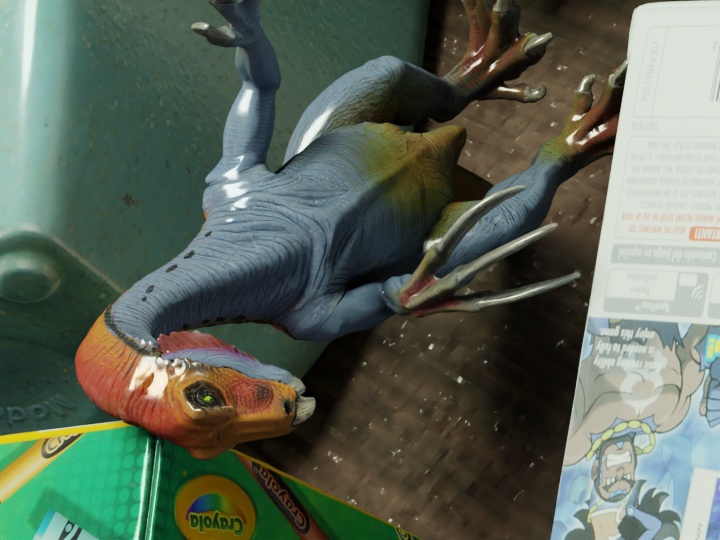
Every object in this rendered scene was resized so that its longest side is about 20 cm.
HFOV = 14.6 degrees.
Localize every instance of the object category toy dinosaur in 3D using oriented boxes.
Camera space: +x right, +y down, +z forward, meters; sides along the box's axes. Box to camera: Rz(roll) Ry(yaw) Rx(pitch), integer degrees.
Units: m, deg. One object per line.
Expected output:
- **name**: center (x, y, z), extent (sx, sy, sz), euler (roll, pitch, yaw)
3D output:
- **toy dinosaur**: center (0.000, 0.000, 0.717), extent (0.181, 0.200, 0.105), euler (-37, 69, -25)

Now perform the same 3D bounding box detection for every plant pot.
- **plant pot**: center (-0.102, -0.041, 0.848), extent (0.196, 0.196, 0.201), euler (-22, 49, 26)

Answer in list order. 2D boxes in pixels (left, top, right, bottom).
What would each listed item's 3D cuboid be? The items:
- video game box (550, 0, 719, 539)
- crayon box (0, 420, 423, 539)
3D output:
- **video game box**: center (0.133, 0.032, 0.615), extent (0.199, 0.047, 0.183), euler (4, 79, 45)
- **crayon box**: center (-0.091, 0.092, 0.749), extent (0.199, 0.119, 0.059), euler (-10, 64, 37)
